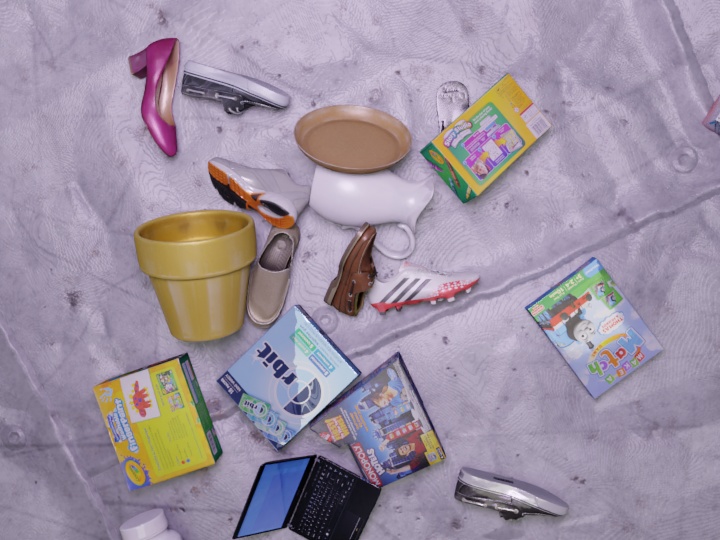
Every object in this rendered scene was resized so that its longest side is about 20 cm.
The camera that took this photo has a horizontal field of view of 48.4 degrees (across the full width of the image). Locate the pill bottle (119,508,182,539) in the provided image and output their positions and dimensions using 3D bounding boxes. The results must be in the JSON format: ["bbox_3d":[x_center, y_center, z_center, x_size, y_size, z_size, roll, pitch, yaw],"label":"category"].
[{"bbox_3d":[-0.363,0.541,1.446,0.111,0.111,0.200,-18,94,4],"label":"pill bottle"}]

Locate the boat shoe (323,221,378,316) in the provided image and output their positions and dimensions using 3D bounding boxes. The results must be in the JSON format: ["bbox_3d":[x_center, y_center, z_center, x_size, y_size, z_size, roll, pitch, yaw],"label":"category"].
[{"bbox_3d":[0.000,0.000,1.370,0.068,0.072,0.200,33,139,9],"label":"boat shoe"}]

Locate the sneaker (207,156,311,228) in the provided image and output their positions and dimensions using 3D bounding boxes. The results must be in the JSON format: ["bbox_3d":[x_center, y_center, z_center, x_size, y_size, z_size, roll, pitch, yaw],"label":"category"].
[{"bbox_3d":[-0.176,-0.152,1.412,0.200,0.076,0.092,31,56,14],"label":"sneaker"}]

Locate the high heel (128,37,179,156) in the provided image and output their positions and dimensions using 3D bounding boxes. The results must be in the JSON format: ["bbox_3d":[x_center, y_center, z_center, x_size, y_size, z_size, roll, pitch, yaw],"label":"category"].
[{"bbox_3d":[-0.335,-0.304,1.398,0.096,0.067,0.200,-20,90,15],"label":"high heel"}]

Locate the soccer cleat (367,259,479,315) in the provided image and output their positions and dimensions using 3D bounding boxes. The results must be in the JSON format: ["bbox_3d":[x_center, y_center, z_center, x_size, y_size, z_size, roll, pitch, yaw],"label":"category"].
[{"bbox_3d":[0.108,0.018,1.407,0.199,0.069,0.085,-13,98,8],"label":"soccer cleat"}]

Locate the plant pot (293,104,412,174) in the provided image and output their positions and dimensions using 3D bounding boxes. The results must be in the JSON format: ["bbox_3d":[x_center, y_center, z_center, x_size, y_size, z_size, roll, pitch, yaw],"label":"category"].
[{"bbox_3d":[-0.013,-0.218,1.350,0.199,0.200,0.028,8,130,2],"label":"plant pot"}]

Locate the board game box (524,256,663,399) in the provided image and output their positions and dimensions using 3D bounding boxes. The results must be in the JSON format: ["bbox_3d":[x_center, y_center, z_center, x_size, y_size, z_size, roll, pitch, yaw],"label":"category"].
[{"bbox_3d":[0.411,0.101,1.414,0.151,0.037,0.200,-37,93,4],"label":"board game box"}]

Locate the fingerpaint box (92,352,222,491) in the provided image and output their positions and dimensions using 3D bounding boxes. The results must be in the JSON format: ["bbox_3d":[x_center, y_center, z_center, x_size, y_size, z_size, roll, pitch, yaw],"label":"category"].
[{"bbox_3d":[-0.363,0.271,1.444,0.166,0.073,0.200,-19,93,3],"label":"fingerpaint box"}]

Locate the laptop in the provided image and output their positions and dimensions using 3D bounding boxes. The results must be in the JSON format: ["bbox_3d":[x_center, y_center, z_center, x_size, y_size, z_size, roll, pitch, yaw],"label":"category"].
[{"bbox_3d":[-0.093,0.426,1.405,0.200,0.103,0.178,26,113,9],"label":"laptop"}]

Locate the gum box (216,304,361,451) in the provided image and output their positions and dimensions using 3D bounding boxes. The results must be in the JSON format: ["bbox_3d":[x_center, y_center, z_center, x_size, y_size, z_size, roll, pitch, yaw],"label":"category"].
[{"bbox_3d":[-0.128,0.190,1.430,0.200,0.045,0.170,-43,83,6],"label":"gum box"}]

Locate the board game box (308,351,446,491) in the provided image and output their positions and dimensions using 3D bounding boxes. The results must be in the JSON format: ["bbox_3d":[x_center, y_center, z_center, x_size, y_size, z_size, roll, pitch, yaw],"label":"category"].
[{"bbox_3d":[0.021,0.279,1.433,0.200,0.062,0.200,-24,94,6],"label":"board game box"}]

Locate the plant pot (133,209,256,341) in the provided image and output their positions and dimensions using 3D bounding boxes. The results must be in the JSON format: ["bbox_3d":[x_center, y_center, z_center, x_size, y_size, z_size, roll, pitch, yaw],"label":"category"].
[{"bbox_3d":[-0.273,0.011,1.369,0.200,0.201,0.189,-2,109,3],"label":"plant pot"}]

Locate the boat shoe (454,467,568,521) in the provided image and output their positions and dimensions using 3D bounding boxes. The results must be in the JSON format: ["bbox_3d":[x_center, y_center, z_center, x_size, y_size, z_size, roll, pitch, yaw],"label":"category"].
[{"bbox_3d":[0.268,0.410,1.432,0.200,0.071,0.064,15,94,9],"label":"boat shoe"}]

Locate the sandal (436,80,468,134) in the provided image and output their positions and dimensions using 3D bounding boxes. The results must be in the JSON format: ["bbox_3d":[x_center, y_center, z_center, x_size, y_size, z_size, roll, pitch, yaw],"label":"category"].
[{"bbox_3d":[0.167,-0.229,1.395,0.076,0.043,0.201,-13,94,4],"label":"sandal"}]

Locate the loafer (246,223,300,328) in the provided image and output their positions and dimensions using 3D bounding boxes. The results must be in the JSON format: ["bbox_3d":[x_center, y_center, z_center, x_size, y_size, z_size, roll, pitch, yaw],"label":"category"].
[{"bbox_3d":[-0.160,0.007,1.416,0.075,0.068,0.201,14,95,1],"label":"loafer"}]

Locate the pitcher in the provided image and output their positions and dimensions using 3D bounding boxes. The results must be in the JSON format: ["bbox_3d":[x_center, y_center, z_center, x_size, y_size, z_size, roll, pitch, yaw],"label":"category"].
[{"bbox_3d":[0.012,-0.108,1.384,0.199,0.121,0.172,12,118,-2],"label":"pitcher"}]

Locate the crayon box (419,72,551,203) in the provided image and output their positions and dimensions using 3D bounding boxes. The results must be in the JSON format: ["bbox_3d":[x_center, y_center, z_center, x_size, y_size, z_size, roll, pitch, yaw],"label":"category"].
[{"bbox_3d":[0.212,-0.223,1.350,0.200,0.058,0.119,-42,94,-18],"label":"crayon box"}]

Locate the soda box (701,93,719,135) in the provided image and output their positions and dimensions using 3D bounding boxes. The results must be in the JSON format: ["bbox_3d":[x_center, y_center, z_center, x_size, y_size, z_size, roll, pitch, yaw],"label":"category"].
[{"bbox_3d":[0.666,-0.320,1.351,0.063,0.068,0.200,30,96,0],"label":"soda box"}]

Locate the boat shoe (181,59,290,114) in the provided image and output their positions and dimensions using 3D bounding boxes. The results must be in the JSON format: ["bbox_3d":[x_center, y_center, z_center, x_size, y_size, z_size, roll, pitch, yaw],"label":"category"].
[{"bbox_3d":[-0.219,-0.308,1.402,0.200,0.072,0.071,19,104,11],"label":"boat shoe"}]
